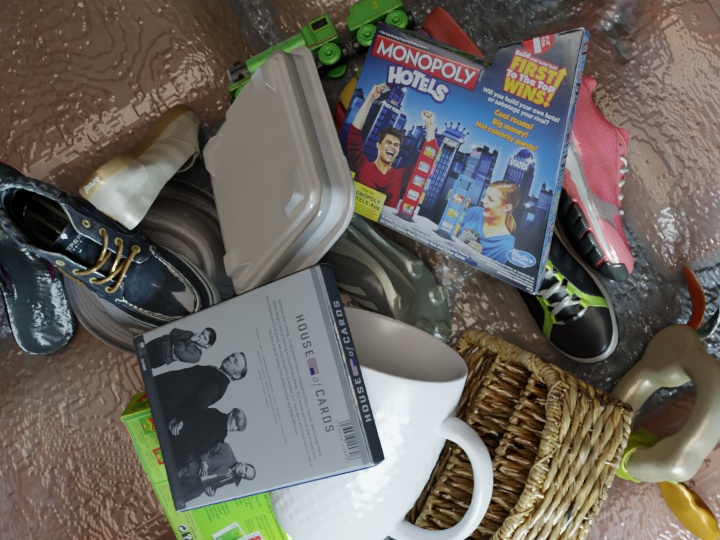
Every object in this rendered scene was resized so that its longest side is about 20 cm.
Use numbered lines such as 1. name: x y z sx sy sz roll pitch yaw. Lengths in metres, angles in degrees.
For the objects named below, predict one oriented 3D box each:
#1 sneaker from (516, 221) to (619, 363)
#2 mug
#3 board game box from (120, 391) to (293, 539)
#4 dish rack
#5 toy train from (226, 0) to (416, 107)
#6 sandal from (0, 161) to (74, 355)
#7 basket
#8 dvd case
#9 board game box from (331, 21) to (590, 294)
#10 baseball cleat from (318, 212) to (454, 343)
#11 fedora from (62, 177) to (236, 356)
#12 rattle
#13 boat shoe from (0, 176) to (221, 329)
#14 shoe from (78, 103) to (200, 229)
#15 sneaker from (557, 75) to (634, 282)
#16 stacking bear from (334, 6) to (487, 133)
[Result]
1. sneaker: 0.155 -0.001 0.780 0.072 0.083 0.201 -37 77 29
2. mug: 0.015 0.148 0.721 0.199 0.147 0.176 24 106 24
3. board game box: -0.125 0.193 0.784 0.101 0.048 0.201 -18 106 6
4. dish rack: -0.084 -0.083 0.759 0.172 0.043 0.201 -46 48 40
5. toy train: -0.042 -0.212 0.843 0.199 0.042 0.057 -25 75 3
6. sandal: -0.309 -0.010 0.802 0.075 0.048 0.201 -29 122 -27
7. basket: 0.119 0.169 0.745 0.148 0.143 0.201 27 90 0
8. dvd case: -0.086 0.096 0.675 0.199 0.025 0.151 -20 81 30
9. board game box: 0.093 -0.115 0.702 0.199 0.062 0.201 26 107 12
10. baseball cleat: 0.000 0.000 0.815 0.200 0.106 0.070 49 56 -17
11. fedora: -0.203 -0.006 0.817 0.199 0.090 0.178 24 89 7
12. rattle: 0.309 0.115 0.775 0.142 0.130 0.201 31 63 -4
13. boat shoe: -0.213 -0.008 0.727 0.200 0.091 0.071 31 88 4
14. shoe: -0.184 -0.094 0.782 0.053 0.200 0.070 42 117 -10
15. sneaker: 0.215 -0.090 0.793 0.086 0.074 0.201 -24 85 0
16. stacking bear: 0.025 -0.134 0.800 0.200 0.121 0.114 -38 86 9
